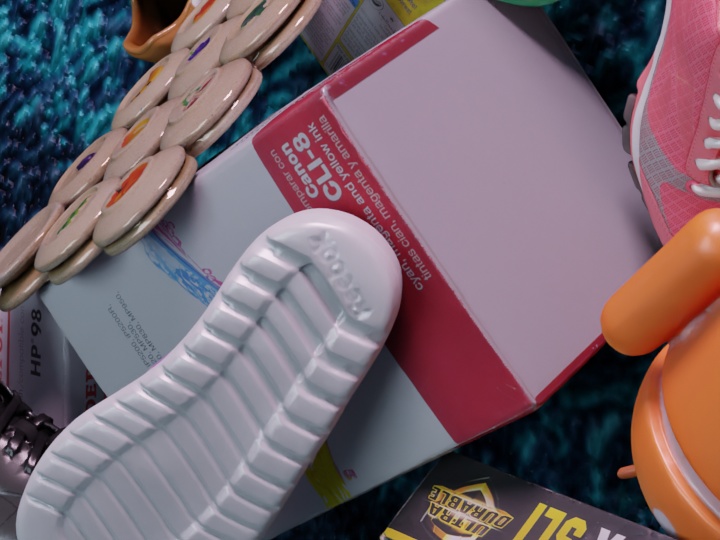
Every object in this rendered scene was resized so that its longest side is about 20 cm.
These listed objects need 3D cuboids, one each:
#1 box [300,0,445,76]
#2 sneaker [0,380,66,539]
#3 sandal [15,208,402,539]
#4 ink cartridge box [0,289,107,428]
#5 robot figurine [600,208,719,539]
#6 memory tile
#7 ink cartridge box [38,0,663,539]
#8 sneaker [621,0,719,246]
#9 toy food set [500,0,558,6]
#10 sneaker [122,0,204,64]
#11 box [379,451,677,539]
[{"bbox_3d":[0.034,-0.173,0.988,0.118,0.048,0.200,57,132,26],"label":"box"},{"bbox_3d":[-0.148,0.065,0.943,0.199,0.071,0.100,9,112,20],"label":"sneaker"},{"bbox_3d":[-0.050,0.055,0.876,0.082,0.050,0.203,44,115,-4],"label":"sandal"},{"bbox_3d":[-0.106,0.057,1.047,0.067,0.200,0.116,10,102,46],"label":"ink cartridge box"},{"bbox_3d":[0.172,0.041,0.816,0.200,0.143,0.117,-55,45,43],"label":"robot figurine"},{"bbox_3d":[-0.075,-0.070,0.963,0.017,0.200,0.153,43,149,-16],"label":"memory tile"},{"bbox_3d":[0.000,0.000,0.945,0.200,0.145,0.145,-31,96,43],"label":"ink cartridge box"},{"bbox_3d":[0.136,-0.068,0.833,0.087,0.073,0.201,-93,0,-63],"label":"sneaker"},{"bbox_3d":[0.090,-0.192,0.849,0.200,0.049,0.198,-22,120,28],"label":"toy food set"},{"bbox_3d":[-0.084,-0.192,1.081,0.073,0.084,0.201,-3,91,48],"label":"sneaker"},{"bbox_3d":[0.120,0.156,0.870,0.200,0.049,0.160,19,150,43],"label":"box"}]
